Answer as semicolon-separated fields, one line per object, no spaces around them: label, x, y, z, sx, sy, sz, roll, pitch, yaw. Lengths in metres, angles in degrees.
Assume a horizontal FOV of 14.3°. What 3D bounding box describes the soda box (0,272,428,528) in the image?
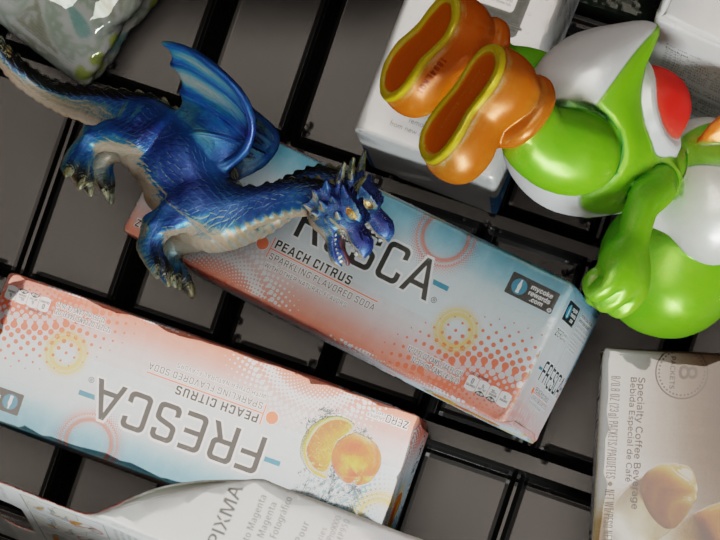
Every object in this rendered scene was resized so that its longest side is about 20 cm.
soda box;-0.072;0.066;1.290;0.199;0.064;0.069;19;86;7

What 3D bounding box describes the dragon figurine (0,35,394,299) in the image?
dragon figurine;-0.072;-0.058;1.225;0.099;0.059;0.200;-43;71;4

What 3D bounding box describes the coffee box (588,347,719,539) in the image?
coffee box;0.155;0.138;1.257;0.114;0.080;0.201;4;84;5

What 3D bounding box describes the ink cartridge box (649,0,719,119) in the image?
ink cartridge box;0.173;-0.125;1.210;0.068;0.200;0.116;25;80;7

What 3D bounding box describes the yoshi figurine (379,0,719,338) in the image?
yoshi figurine;0.098;-0.028;1.171;0.199;0.112;0.113;24;69;-29

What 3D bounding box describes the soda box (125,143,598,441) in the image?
soda box;0.000;0.000;1.265;0.199;0.064;0.069;27;87;18

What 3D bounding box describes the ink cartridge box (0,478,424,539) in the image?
ink cartridge box;-0.070;0.114;1.233;0.199;0.163;0.057;25;76;7

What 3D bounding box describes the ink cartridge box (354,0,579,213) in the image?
ink cartridge box;0.065;-0.136;1.275;0.068;0.116;0.201;21;85;5

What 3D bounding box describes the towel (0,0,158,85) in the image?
towel;-0.133;-0.214;1.333;0.171;0.048;0.200;38;88;8
